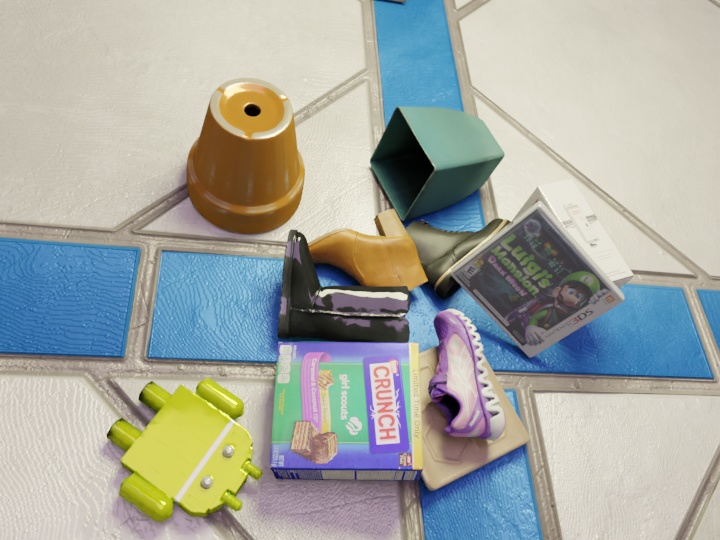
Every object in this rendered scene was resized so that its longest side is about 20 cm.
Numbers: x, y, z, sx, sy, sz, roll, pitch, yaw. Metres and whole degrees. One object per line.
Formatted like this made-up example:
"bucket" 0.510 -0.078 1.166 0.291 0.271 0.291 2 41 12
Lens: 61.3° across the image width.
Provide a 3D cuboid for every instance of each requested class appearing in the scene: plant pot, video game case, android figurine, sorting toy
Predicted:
"plant pot" -0.179 -0.194 0.974 0.197 0.184 0.203 7 58 -11
"video game case" 0.269 0.021 0.939 0.200 0.181 0.023 45 32 -9
"android figurine" -0.223 0.235 0.794 0.198 0.041 0.183 33 57 8
"plant pot" 0.150 -0.201 1.096 0.197 0.142 0.143 -13 63 -30
"sorting toy" 0.136 0.206 0.913 0.197 0.037 0.187 -15 65 -27

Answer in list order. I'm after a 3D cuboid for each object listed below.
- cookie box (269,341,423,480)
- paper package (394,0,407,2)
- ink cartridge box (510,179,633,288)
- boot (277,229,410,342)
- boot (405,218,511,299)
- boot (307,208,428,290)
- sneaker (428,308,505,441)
"cookie box" -0.017 0.189 0.826 0.196 0.076 0.174 0 63 0
"paper package" 0.014 -0.725 1.389 0.196 0.104 0.193 3 58 -12
"ink cartridge box" 0.343 -0.029 1.036 0.082 0.147 0.202 -11 62 -24
"boot" -0.020 0.029 0.926 0.196 0.066 0.168 4 89 -3
"boot" 0.158 -0.061 1.054 0.138 0.078 0.199 41 57 17
"boot" 0.000 0.000 0.979 0.198 0.071 0.146 -22 85 -7
"sneaker" 0.136 0.151 0.881 0.087 0.081 0.203 -8 62 -15
